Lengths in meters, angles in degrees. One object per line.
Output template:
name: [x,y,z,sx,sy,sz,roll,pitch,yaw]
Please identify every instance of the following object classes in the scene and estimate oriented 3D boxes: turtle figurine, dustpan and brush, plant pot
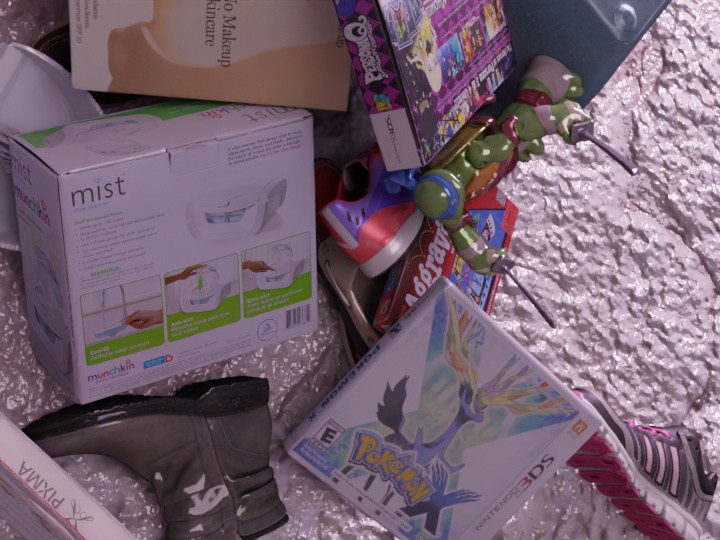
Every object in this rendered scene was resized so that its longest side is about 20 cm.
turtle figurine: [0.130,-0.068,1.138,0.194,0.199,0.145,-55,147,-51]
dustpan and brush: [-0.207,-0.059,1.100,0.200,0.057,0.140,37,73,-46]
plant pot: [0.159,-0.238,1.248,0.196,0.200,0.197,47,65,-15]

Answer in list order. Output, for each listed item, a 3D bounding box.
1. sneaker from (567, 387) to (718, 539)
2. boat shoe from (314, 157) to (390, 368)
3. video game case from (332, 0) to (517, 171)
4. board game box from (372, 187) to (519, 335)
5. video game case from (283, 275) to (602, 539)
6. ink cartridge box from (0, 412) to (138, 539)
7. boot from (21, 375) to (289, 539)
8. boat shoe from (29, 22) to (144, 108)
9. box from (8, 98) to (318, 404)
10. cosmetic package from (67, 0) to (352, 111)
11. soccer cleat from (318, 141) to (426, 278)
sneaker: [0.247,0.159,1.314,0.200,0.074,0.088,45,65,-21]
boat shoe: [0.000,0.000,1.207,0.071,0.062,0.201,-21,92,-27]
video game case: [0.043,-0.191,1.044,0.200,0.036,0.182,-49,126,-53]
board game box: [0.074,-0.006,1.230,0.103,0.019,0.201,41,48,-27]
video game case: [0.069,0.129,1.184,0.182,0.022,0.200,-46,117,5]
ink cartridge box: [-0.209,0.154,1.008,0.200,0.173,0.044,47,65,-15]
boot: [-0.145,0.155,1.108,0.199,0.068,0.132,-7,92,-28]
boat shoe: [-0.154,-0.168,1.140,0.199,0.072,0.073,-7,86,-29]
box: [-0.136,-0.024,1.076,0.199,0.097,0.178,-17,120,-29]
cosmetic package: [-0.102,-0.179,1.053,0.199,0.106,0.071,3,41,-3]
soccer cleat: [0.023,-0.077,1.188,0.073,0.068,0.200,43,38,-16]
